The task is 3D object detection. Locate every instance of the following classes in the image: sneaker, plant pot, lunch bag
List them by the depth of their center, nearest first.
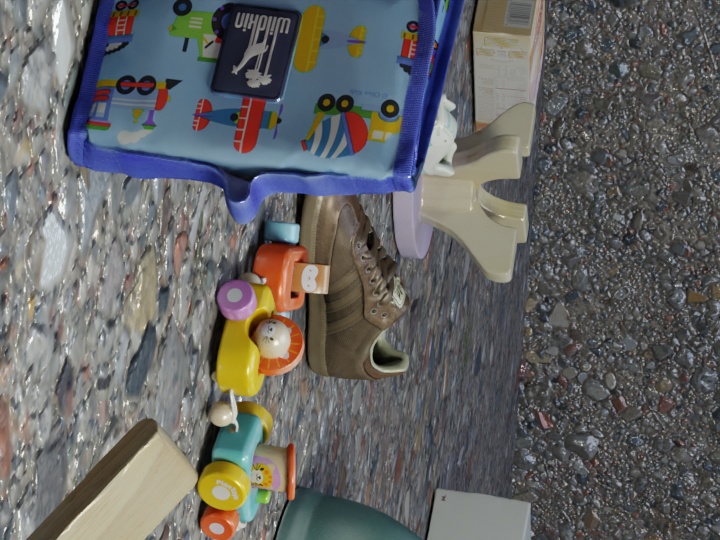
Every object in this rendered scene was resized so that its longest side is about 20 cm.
[{"bbox_3d":[-0.036,-0.107,0.803,0.094,0.150,0.201,80,19,-59],"label":"lunch bag"},{"bbox_3d":[0.000,0.000,1.322,0.201,0.075,0.071,88,13,-45],"label":"sneaker"},{"bbox_3d":[0.006,0.273,1.378,0.200,0.133,0.202,7,90,-80],"label":"plant pot"},{"bbox_3d":[0.036,-0.133,1.443,0.200,0.080,0.071,71,29,-66],"label":"sneaker"}]

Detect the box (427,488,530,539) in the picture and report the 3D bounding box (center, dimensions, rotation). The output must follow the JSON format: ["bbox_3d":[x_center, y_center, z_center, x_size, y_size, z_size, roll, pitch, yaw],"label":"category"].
[{"bbox_3d":[0.154,0.374,2.363,0.200,0.124,0.098,81,19,-58],"label":"box"}]

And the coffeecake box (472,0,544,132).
[{"bbox_3d":[0.183,-0.282,2.231,0.200,0.073,0.154,83,16,-57],"label":"coffeecake box"}]

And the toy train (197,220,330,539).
[{"bbox_3d":[-0.052,0.068,1.122,0.150,0.055,0.201,19,78,-80],"label":"toy train"}]

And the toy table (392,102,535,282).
[{"bbox_3d":[0.100,-0.080,1.747,0.200,0.116,0.185,57,40,-74],"label":"toy table"}]

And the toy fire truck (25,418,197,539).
[{"bbox_3d":[-0.125,0.121,0.576,0.177,0.128,0.201,85,3,-49],"label":"toy fire truck"}]
